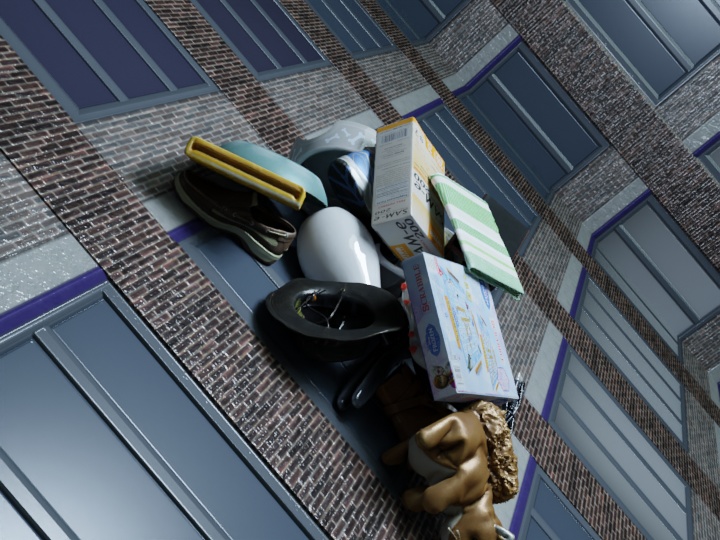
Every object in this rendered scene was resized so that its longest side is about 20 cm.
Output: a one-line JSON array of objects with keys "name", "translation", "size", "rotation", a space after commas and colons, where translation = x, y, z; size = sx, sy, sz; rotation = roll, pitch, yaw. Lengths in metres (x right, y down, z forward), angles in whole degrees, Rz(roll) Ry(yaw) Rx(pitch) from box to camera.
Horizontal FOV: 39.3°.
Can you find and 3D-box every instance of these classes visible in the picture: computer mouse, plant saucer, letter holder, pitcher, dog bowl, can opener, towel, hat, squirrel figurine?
[{"name": "computer mouse", "translation": [0.168, 0.166, 1.517], "size": [0.199, 0.053, 0.139], "rotation": [36, 50, -10]}, {"name": "plant saucer", "translation": [-0.135, -0.156, 1.566], "size": [0.198, 0.036, 0.200], "rotation": [25, -4, 2]}, {"name": "letter holder", "translation": [0.182, -0.013, 1.702], "size": [0.100, 0.142, 0.200], "rotation": [40, 37, 0]}, {"name": "pitcher", "translation": [0.000, 0.000, 1.567], "size": [0.170, 0.122, 0.201], "rotation": [-13, 62, -25]}, {"name": "dog bowl", "translation": [-0.031, -0.157, 1.710], "size": [0.200, 0.199, 0.059], "rotation": [39, 39, -23]}, {"name": "can opener", "translation": [0.021, 0.137, 1.457], "size": [0.079, 0.063, 0.200], "rotation": [51, 47, -12]}, {"name": "towel", "translation": [0.181, -0.055, 1.573], "size": [0.152, 0.023, 0.201], "rotation": [27, 36, -44]}, {"name": "hat", "translation": [-0.038, 0.082, 1.419], "size": [0.198, 0.082, 0.201], "rotation": [7, 22, -3]}, {"name": "squirrel figurine", "translation": [0.155, 0.288, 1.373], "size": [0.199, 0.141, 0.188], "rotation": [-21, 77, -35]}]

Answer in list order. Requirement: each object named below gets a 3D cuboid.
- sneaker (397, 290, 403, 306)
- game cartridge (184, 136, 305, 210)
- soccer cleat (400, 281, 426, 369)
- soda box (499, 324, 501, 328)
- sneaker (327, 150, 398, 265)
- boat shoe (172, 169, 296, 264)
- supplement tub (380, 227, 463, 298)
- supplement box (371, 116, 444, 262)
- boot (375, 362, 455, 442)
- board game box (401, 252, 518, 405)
[{"name": "sneaker", "translation": [0.097, 0.060, 1.621], "size": [0.075, 0.200, 0.088], "rotation": [-27, 75, -38]}, {"name": "game cartridge", "translation": [-0.162, -0.138, 1.462], "size": [0.175, 0.033, 0.200], "rotation": [25, 1, -5]}, {"name": "soccer cleat", "translation": [0.103, 0.067, 1.490], "size": [0.078, 0.069, 0.201], "rotation": [44, 34, -38]}, {"name": "soda box", "translation": [0.196, 0.125, 1.839], "size": [0.064, 0.071, 0.200], "rotation": [51, 23, 2]}, {"name": "sneaker", "translation": [0.022, -0.100, 1.622], "size": [0.077, 0.075, 0.202], "rotation": [-39, 115, -39]}, {"name": "boat shoe", "translation": [-0.178, -0.094, 1.476], "size": [0.202, 0.075, 0.075], "rotation": [35, 26, -31]}, {"name": "supplement tub", "translation": [0.085, -0.018, 1.760], "size": [0.199, 0.144, 0.145], "rotation": [12, 43, -57]}, {"name": "supplement box", "translation": [0.079, -0.124, 1.602], "size": [0.126, 0.073, 0.202], "rotation": [47, 37, -46]}, {"name": "boot", "translation": [0.101, 0.210, 1.533], "size": [0.156, 0.077, 0.200], "rotation": [54, 34, 5]}, {"name": "board game box", "translation": [0.144, 0.088, 1.433], "size": [0.199, 0.041, 0.202], "rotation": [16, 57, -56]}]
